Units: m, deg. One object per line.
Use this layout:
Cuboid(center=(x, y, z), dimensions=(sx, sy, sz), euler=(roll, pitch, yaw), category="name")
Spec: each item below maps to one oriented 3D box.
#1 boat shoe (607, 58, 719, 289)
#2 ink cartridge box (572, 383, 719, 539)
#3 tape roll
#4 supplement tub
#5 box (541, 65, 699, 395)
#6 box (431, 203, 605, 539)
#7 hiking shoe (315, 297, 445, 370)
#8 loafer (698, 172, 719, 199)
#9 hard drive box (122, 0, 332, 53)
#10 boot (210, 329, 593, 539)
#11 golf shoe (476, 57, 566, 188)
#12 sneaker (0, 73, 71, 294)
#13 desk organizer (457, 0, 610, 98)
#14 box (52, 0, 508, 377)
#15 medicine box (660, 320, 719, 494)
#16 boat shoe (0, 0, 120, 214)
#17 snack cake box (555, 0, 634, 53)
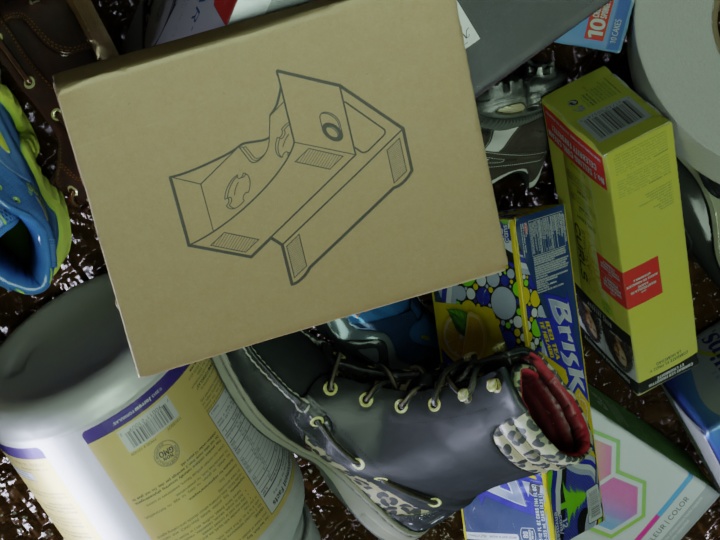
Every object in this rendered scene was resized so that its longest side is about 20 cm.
Cuboid(center=(0.216, -0.054, 1.234), dimensions=(0.074, 0.063, 0.202), euler=(-49, 121, -25), category="boat shoe")
Cuboid(center=(0.127, 0.126, 1.288), dimensions=(0.199, 0.059, 0.104), euler=(34, 103, -24), category="ink cartridge box")
Cuboid(center=(0.257, -0.137, 1.147), dimensions=(0.201, 0.204, 0.037), euler=(-17, 160, -6), category="tape roll")
Cuboid(center=(-0.121, 0.115, 1.172), dimensions=(0.145, 0.146, 0.201), euler=(-29, 117, 0), category="supplement tub")
Cuboid(center=(0.160, -0.021, 1.194), dimensions=(0.050, 0.075, 0.201), euler=(-26, 134, -14), category="box")
Cuboid(center=(0.094, 0.064, 1.195), dimensions=(0.064, 0.070, 0.202), euler=(-15, 99, -52), category="box")
Cuboid(center=(0.000, 0.000, 1.192), dimensions=(0.199, 0.074, 0.087), euler=(32, 103, -24), category="hiking shoe")
Cuboid(center=(0.286, -0.115, 1.186), dimensions=(0.200, 0.072, 0.073), euler=(-45, 122, -11), category="loafer")
Cuboid(center=(-0.054, -0.146, 1.045), dimensions=(0.076, 0.200, 0.157), euler=(19, 107, -21), category="hard drive box")
Cuboid(center=(0.023, 0.065, 1.128), dimensions=(0.153, 0.074, 0.204), euler=(-25, 119, 35), category="boot")
Cuboid(center=(0.032, -0.068, 1.157), dimensions=(0.199, 0.078, 0.095), euler=(-12, 120, -20), category="golf shoe")
Cuboid(center=(-0.219, -0.070, 1.089), dimensions=(0.075, 0.105, 0.201), euler=(-33, 117, 1), category="sneaker")
Cuboid(center=(0.080, -0.164, 1.065), dimensions=(0.199, 0.077, 0.072), euler=(-35, 116, 4), category="desk organizer")
Cuboid(center=(-0.036, -0.047, 0.969), dimensions=(0.199, 0.021, 0.165), euler=(-16, 117, -6), category="box")
Cuboid(center=(0.327, 0.099, 1.303), dimensions=(0.199, 0.103, 0.183), euler=(-32, 117, 0), category="medicine box")
Cuboid(center=(-0.145, -0.067, 1.104), dimensions=(0.070, 0.070, 0.201), euler=(-29, 88, -7), category="boat shoe")
Cuboid(center=(0.112, -0.236, 1.122), dimensions=(0.114, 0.067, 0.201), euler=(6, 111, -17), category="snack cake box")
